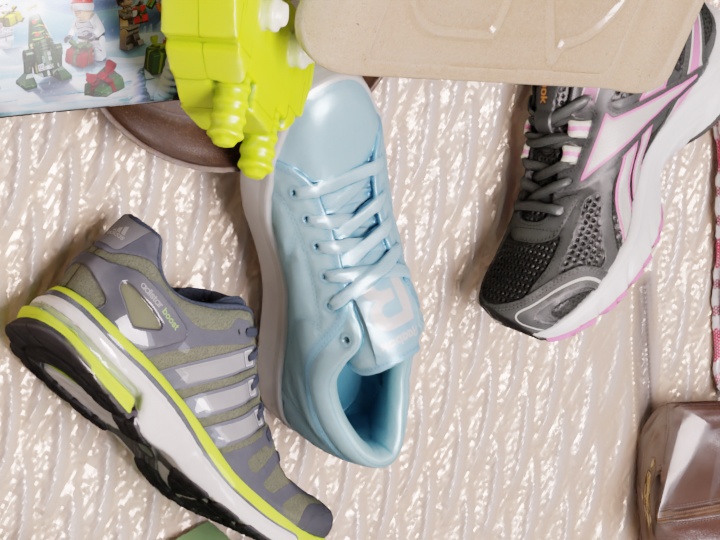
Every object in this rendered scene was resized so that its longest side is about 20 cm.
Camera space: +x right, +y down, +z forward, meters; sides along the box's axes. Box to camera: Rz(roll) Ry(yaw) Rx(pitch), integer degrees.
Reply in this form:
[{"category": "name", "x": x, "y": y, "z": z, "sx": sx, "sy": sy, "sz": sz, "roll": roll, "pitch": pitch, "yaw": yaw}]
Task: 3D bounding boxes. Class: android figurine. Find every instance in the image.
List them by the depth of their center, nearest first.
[{"category": "android figurine", "x": -0.037, "y": -0.139, "z": 1.140, "sx": 0.182, "sy": 0.041, "sz": 0.201, "roll": 52, "pitch": 43, "yaw": -70}]

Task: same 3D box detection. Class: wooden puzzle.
[{"category": "wooden puzzle", "x": 0.075, "y": -0.164, "z": 1.148, "sx": 0.199, "sy": 0.046, "sz": 0.186, "roll": 2, "pitch": 119, "yaw": -41}]

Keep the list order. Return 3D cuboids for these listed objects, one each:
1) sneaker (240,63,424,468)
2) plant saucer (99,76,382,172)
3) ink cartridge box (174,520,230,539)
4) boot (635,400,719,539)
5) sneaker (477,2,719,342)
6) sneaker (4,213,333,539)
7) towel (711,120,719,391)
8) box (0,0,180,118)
[{"category": "sneaker", "x": 0.000, "y": 0.000, "z": 1.263, "sx": 0.074, "sy": 0.082, "sz": 0.201, "roll": -30, "pitch": 135, "yaw": -29}, {"category": "plant saucer", "x": -0.054, "y": -0.143, "z": 1.230, "sx": 0.199, "sy": 0.032, "sz": 0.202, "roll": -15, "pitch": 114, "yaw": -35}, {"category": "ink cartridge box", "x": -0.081, "y": 0.177, "z": 1.216, "sx": 0.200, "sy": 0.145, "sz": 0.048, "roll": -29, "pitch": 150, "yaw": -41}, {"category": "boot", "x": 0.220, "y": 0.142, "z": 1.535, "sx": 0.199, "sy": 0.064, "sz": 0.188, "roll": -11, "pitch": 115, "yaw": -32}, {"category": "sneaker", "x": 0.104, "y": -0.063, "z": 1.366, "sx": 0.086, "sy": 0.080, "sz": 0.201, "roll": 45, "pitch": 63, "yaw": -34}, {"category": "sneaker", "x": -0.066, "y": 0.055, "z": 1.261, "sx": 0.081, "sy": 0.074, "sz": 0.200, "roll": -55, "pitch": 132, "yaw": -15}, {"category": "towel", "x": 0.239, "y": -0.045, "z": 1.509, "sx": 0.146, "sy": 0.030, "sz": 0.201, "roll": -20, "pitch": 119, "yaw": -33}, {"category": "box", "x": -0.152, "y": -0.129, "z": 1.121, "sx": 0.199, "sy": 0.040, "sz": 0.138, "roll": -8, "pitch": 109, "yaw": -24}]
